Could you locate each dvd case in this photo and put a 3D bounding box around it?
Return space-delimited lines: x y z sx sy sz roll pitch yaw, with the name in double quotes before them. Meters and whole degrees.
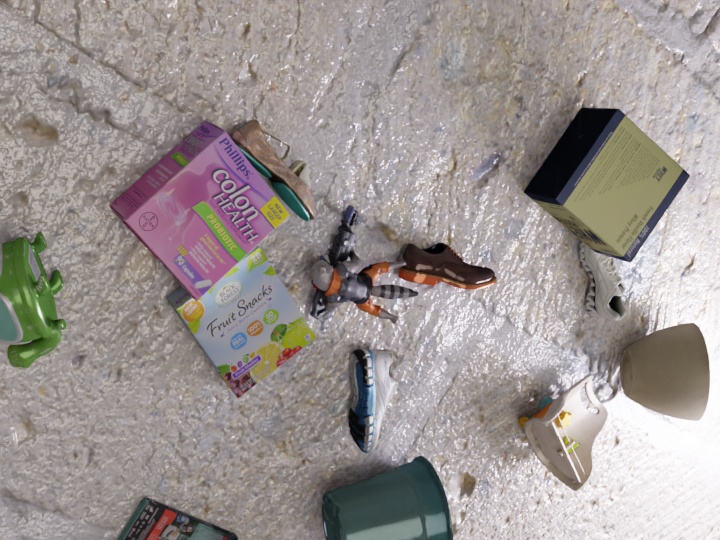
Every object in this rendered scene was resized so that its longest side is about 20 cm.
"dvd case" -0.326 0.486 1.742 0.199 0.022 0.147 32 90 -32

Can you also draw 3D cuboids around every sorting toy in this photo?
"sorting toy" 0.430 0.306 2.059 0.180 0.107 0.201 -40 121 -20

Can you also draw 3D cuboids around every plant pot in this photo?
"plant pot" 0.041 0.457 1.845 0.194 0.200 0.202 -8 111 -17

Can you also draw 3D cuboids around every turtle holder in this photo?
"turtle holder" -0.495 0.042 1.446 0.131 0.142 0.186 -15 155 -8

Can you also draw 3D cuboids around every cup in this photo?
"cup" 0.618 0.209 2.087 0.142 0.200 0.202 0 109 -1

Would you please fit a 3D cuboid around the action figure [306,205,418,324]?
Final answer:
"action figure" 0.000 0.000 1.709 0.192 0.104 0.202 6 103 -36

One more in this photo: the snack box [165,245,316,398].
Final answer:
"snack box" -0.192 0.078 1.649 0.168 0.068 0.201 -38 119 -12

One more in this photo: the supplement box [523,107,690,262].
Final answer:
"supplement box" 0.451 -0.159 1.860 0.199 0.134 0.201 36 88 -19

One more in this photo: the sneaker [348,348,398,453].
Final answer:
"sneaker" 0.030 0.234 1.825 0.086 0.075 0.202 -8 111 -32

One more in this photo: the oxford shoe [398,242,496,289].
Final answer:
"oxford shoe" 0.164 -0.009 1.816 0.198 0.071 0.073 5 99 -30

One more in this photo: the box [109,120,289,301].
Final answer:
"box" -0.243 -0.091 1.546 0.200 0.097 0.176 -43 122 -10

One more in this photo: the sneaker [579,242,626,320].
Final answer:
"sneaker" 0.484 0.007 1.992 0.075 0.081 0.202 -23 115 -18

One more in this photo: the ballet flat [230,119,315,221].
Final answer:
"ballet flat" -0.122 -0.162 1.609 0.067 0.068 0.200 -52 125 -12
